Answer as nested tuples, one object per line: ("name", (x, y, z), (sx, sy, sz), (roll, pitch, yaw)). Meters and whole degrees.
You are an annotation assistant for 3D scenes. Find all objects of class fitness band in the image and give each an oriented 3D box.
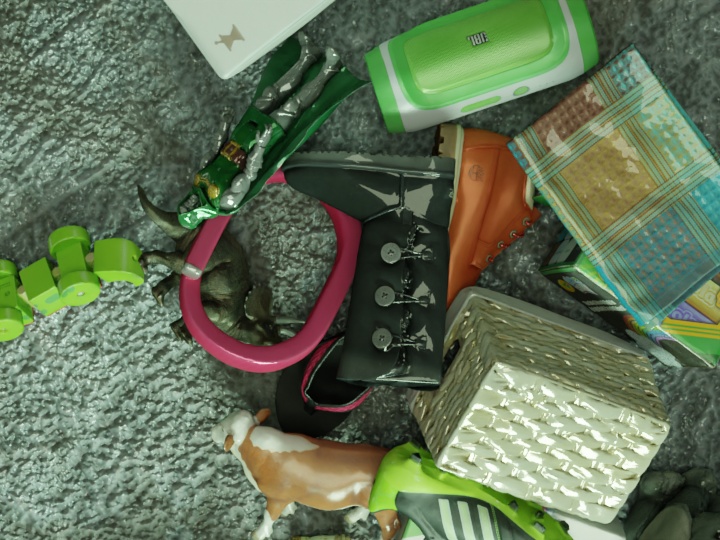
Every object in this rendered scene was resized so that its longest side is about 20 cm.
("fitness band", (-0.078, -0.007, 1.425), (0.143, 0.037, 0.202), (30, 65, -6))

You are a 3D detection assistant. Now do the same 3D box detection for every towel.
("towel", (0.236, -0.070, 1.344), (0.146, 0.022, 0.201), (-38, 93, -9))

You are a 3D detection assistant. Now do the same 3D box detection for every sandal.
("sandal", (-0.014, 0.091, 1.453), (0.200, 0.045, 0.075), (-40, 92, 30))

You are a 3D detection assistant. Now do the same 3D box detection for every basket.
("basket", (0.158, 0.123, 1.416), (0.198, 0.124, 0.137), (20, 115, -16))

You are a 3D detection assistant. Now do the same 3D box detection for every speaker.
("speaker", (0.107, -0.188, 1.420), (0.198, 0.088, 0.090), (-18, 99, 3))

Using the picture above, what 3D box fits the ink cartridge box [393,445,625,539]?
("ink cartridge box", (0.130, 0.269, 1.490), (0.198, 0.084, 0.147), (20, 97, -3))

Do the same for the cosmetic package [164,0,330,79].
("cosmetic package", (-0.094, -0.279, 1.347), (0.166, 0.200, 0.168), (-36, 98, 5))

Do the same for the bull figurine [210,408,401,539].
("bull figurine", (-0.046, 0.193, 1.473), (0.197, 0.065, 0.123), (10, 127, 5))

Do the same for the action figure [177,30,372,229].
("action figure", (-0.092, -0.116, 1.399), (0.201, 0.118, 0.055), (-52, 135, -7))

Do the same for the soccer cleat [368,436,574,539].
("soccer cleat", (0.101, 0.223, 1.416), (0.198, 0.068, 0.082), (28, 111, -2))

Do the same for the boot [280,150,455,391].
("boot", (0.001, 0.000, 1.398), (0.163, 0.066, 0.203), (3, 87, 18))

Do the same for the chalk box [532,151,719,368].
("chalk box", (0.246, -0.021, 1.416), (0.199, 0.125, 0.125), (36, 83, -6))

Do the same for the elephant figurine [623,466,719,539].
("elephant figurine", (0.303, 0.257, 1.431), (0.139, 0.200, 0.157), (5, 99, -1))

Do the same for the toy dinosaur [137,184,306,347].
("toy dinosaur", (-0.141, 0.005, 1.466), (0.102, 0.077, 0.201), (-30, 87, -13))

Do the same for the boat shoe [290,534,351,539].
("boat shoe", (-0.032, 0.351, 1.509), (0.062, 0.073, 0.203), (-5, 97, -2))

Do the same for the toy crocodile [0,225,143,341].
("toy crocodile", (-0.294, 0.018, 1.467), (0.198, 0.062, 0.068), (-23, 59, 5))

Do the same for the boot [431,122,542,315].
("boot", (0.111, -0.028, 1.454), (0.106, 0.075, 0.203), (6, 98, -6))
